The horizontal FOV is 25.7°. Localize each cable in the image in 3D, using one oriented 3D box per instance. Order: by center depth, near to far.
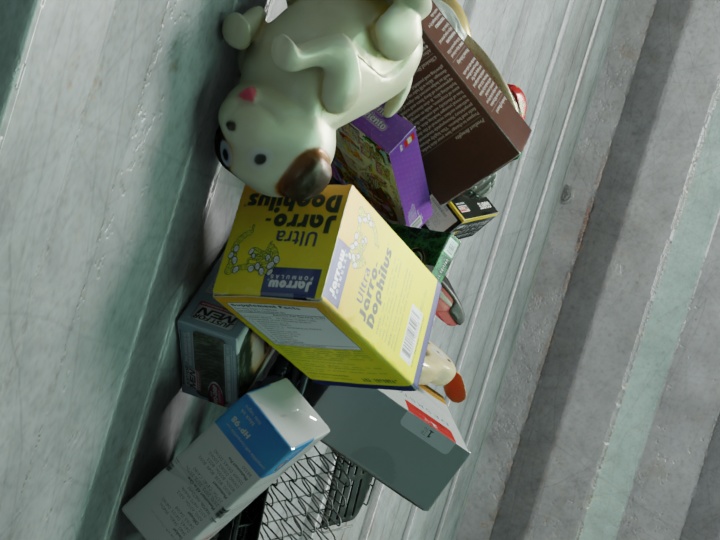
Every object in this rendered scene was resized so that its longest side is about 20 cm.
[{"bbox_3d":[-0.085,0.130,1.561,0.200,0.051,0.163,-60,178,-18],"label":"cable"}]

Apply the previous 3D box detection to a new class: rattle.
[{"bbox_3d":[0.076,0.049,1.631,0.200,0.130,0.143,28,90,-38],"label":"rattle"}]

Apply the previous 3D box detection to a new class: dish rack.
[{"bbox_3d":[-0.060,0.246,1.694,0.200,0.055,0.154,-9,128,-33],"label":"dish rack"}]

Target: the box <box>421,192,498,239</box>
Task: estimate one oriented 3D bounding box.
[{"bbox_3d":[0.073,-0.108,1.763,0.049,0.160,0.200,-40,172,15],"label":"box"}]

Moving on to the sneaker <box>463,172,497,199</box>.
[{"bbox_3d":[0.083,-0.164,1.703,0.074,0.200,0.087,-33,177,2],"label":"sneaker"}]

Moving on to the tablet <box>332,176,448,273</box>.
[{"bbox_3d":[0.034,-0.053,1.740,0.014,0.130,0.200,-52,164,-3],"label":"tablet"}]

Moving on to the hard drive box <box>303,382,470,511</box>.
[{"bbox_3d":[0.016,0.143,1.599,0.077,0.156,0.200,-53,-169,7],"label":"hard drive box"}]

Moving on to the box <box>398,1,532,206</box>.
[{"bbox_3d":[0.063,-0.174,1.511,0.100,0.200,0.075,-33,-170,28],"label":"box"}]

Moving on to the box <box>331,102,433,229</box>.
[{"bbox_3d":[0.000,-0.120,1.491,0.039,0.137,0.200,-47,161,-11],"label":"box"}]

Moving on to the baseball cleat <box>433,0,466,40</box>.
[{"bbox_3d":[0.068,-0.199,1.623,0.070,0.106,0.200,-147,-140,-68],"label":"baseball cleat"}]

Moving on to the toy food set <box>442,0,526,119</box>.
[{"bbox_3d":[0.110,-0.202,1.732,0.049,0.200,0.198,-37,161,-21],"label":"toy food set"}]

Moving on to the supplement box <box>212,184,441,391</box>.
[{"bbox_3d":[-0.024,0.017,1.377,0.200,0.109,0.110,46,53,-54],"label":"supplement box"}]

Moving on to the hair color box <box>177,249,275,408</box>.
[{"bbox_3d":[-0.096,0.020,1.451,0.099,0.061,0.200,93,21,-46],"label":"hair color box"}]

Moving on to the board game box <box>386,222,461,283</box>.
[{"bbox_3d":[0.000,0.000,1.542,0.023,0.200,0.105,43,68,-40],"label":"board game box"}]

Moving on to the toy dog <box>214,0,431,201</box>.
[{"bbox_3d":[-0.045,-0.155,1.302,0.200,0.139,0.194,-55,154,-15],"label":"toy dog"}]

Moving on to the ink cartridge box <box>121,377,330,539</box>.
[{"bbox_3d":[-0.132,0.189,1.404,0.200,0.067,0.116,-43,172,13],"label":"ink cartridge box"}]

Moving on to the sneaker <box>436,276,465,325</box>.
[{"bbox_3d":[0.023,0.004,1.679,0.087,0.200,0.074,-48,-165,10],"label":"sneaker"}]
